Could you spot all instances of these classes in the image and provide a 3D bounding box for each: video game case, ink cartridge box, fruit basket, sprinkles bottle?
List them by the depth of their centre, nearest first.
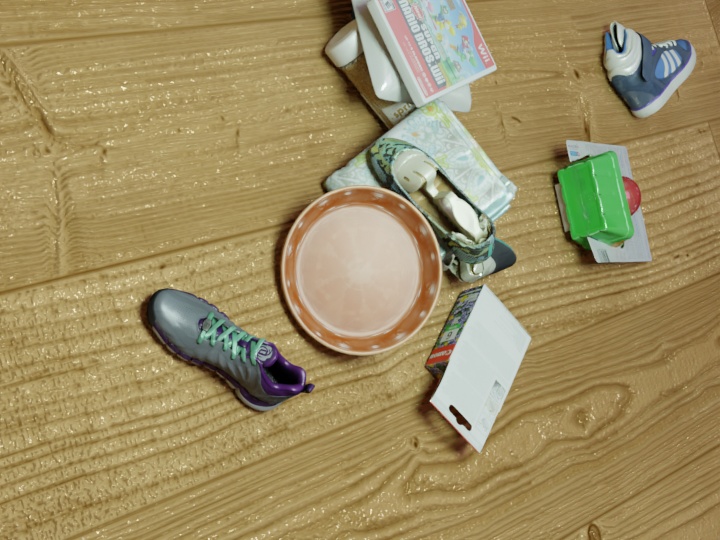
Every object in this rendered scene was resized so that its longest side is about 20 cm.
[{"bbox_3d":[0.095,-0.299,1.695,0.199,0.017,0.144,-32,96,-52],"label":"video game case"},{"bbox_3d":[0.143,0.129,1.710,0.109,0.050,0.201,46,51,-22],"label":"ink cartridge box"},{"bbox_3d":[0.039,-0.233,1.717,0.200,0.068,0.069,49,50,-21],"label":"sprinkles bottle"},{"bbox_3d":[0.372,-0.101,1.986,0.199,0.093,0.188,-1,77,-59],"label":"fruit basket"}]

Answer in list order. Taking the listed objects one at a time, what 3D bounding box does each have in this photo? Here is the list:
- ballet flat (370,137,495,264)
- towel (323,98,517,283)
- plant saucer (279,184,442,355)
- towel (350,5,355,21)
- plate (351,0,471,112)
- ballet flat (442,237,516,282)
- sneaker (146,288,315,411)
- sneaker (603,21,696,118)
[{"bbox_3d":[0.093,-0.095,1.600,0.200,0.074,0.074,44,48,4],"label":"ballet flat"},{"bbox_3d":[0.079,-0.100,1.659,0.199,0.048,0.172,-38,83,-16],"label":"towel"},{"bbox_3d":[0.000,0.000,1.578,0.197,0.032,0.203,1,87,-13],"label":"plant saucer"},{"bbox_3d":[0.070,-0.329,1.789,0.199,0.048,0.113,29,57,-34],"label":"towel"},{"bbox_3d":[0.070,-0.311,1.712,0.198,0.032,0.203,0,72,-48],"label":"plate"},{"bbox_3d":[0.122,-0.023,1.725,0.198,0.073,0.074,24,61,-28],"label":"ballet flat"},{"bbox_3d":[-0.138,0.077,1.440,0.199,0.087,0.075,39,54,-28],"label":"sneaker"},{"bbox_3d":[0.464,-0.359,2.139,0.147,0.080,0.200,54,53,-21],"label":"sneaker"}]
